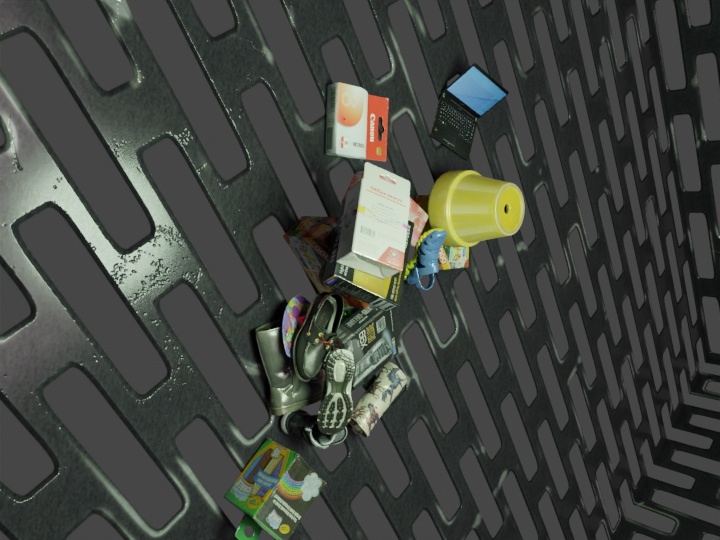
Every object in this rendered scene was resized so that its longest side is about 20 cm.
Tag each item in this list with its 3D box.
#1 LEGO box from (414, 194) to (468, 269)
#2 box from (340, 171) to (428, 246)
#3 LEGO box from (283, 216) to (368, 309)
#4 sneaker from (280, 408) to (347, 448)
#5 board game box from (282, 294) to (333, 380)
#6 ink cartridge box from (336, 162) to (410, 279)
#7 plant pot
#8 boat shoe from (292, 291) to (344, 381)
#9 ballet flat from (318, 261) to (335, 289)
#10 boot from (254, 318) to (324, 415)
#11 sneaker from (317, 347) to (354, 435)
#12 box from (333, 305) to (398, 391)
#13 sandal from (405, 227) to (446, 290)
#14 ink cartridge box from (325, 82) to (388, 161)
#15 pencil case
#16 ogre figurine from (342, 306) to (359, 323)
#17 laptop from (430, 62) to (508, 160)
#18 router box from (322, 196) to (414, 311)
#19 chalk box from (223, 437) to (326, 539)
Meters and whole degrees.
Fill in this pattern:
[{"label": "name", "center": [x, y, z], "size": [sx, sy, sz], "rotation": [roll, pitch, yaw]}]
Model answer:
[{"label": "LEGO box", "center": [0.226, -0.107, 1.646], "size": [0.148, 0.077, 0.202], "rotation": [-6, 99, -42]}, {"label": "box", "center": [0.063, -0.150, 1.476], "size": [0.200, 0.102, 0.095], "rotation": [39, 69, -39]}, {"label": "LEGO box", "center": [-0.059, -0.020, 1.338], "size": [0.077, 0.148, 0.201], "rotation": [-48, 123, -27]}, {"label": "sneaker", "center": [-0.083, 0.378, 1.393], "size": [0.199, 0.113, 0.076], "rotation": [28, 77, -41]}, {"label": "board game box", "center": [-0.100, 0.146, 1.351], "size": [0.200, 0.039, 0.159], "rotation": [49, 38, -43]}, {"label": "ink cartridge box", "center": [0.029, -0.098, 1.176], "size": [0.116, 0.067, 0.202], "rotation": [20, 63, -25]}, {"label": "plant pot", "center": [0.305, -0.158, 1.534], "size": [0.200, 0.188, 0.203], "rotation": [-5, 97, -41]}, {"label": "boat shoe", "center": [-0.090, 0.138, 1.290], "size": [0.073, 0.063, 0.203], "rotation": [31, 63, -30]}, {"label": "ballet flat", "center": [0.000, 0.000, 1.250], "size": [0.199, 0.046, 0.068], "rotation": [-8, 99, -41]}, {"label": "boot", "center": [-0.150, 0.206, 1.353], "size": [0.181, 0.072, 0.202], "rotation": [-14, 95, -48]}, {"label": "sneaker", "center": [-0.053, 0.261, 1.318], "size": [0.076, 0.089, 0.202], "rotation": [9, 98, -9]}, {"label": "box", "center": [0.015, 0.175, 1.443], "size": [0.157, 0.050, 0.201], "rotation": [-37, 142, -25]}, {"label": "sandal", "center": [0.176, -0.025, 1.537], "size": [0.079, 0.087, 0.201], "rotation": [-13, 142, -32]}, {"label": "ink cartridge box", "center": [0.006, -0.349, 1.438], "size": [0.199, 0.050, 0.164], "rotation": [-2, 96, -39]}, {"label": "pencil case", "center": [0.042, 0.326, 1.528], "size": [0.078, 0.089, 0.200], "rotation": [43, 63, -5]}, {"label": "ogre figurine", "center": [0.031, 0.045, 1.473], "size": [0.119, 0.098, 0.202], "rotation": [21, 77, -36]}, {"label": "laptop", "center": [0.306, -0.434, 1.666], "size": [0.176, 0.103, 0.202], "rotation": [21, 81, -41]}, {"label": "router box", "center": [0.020, -0.039, 1.223], "size": [0.156, 0.052, 0.202], "rotation": [25, 60, -23]}, {"label": "chalk box", "center": [-0.197, 0.494, 1.297], "size": [0.200, 0.123, 0.125], "rotation": [-51, 126, -25]}]
